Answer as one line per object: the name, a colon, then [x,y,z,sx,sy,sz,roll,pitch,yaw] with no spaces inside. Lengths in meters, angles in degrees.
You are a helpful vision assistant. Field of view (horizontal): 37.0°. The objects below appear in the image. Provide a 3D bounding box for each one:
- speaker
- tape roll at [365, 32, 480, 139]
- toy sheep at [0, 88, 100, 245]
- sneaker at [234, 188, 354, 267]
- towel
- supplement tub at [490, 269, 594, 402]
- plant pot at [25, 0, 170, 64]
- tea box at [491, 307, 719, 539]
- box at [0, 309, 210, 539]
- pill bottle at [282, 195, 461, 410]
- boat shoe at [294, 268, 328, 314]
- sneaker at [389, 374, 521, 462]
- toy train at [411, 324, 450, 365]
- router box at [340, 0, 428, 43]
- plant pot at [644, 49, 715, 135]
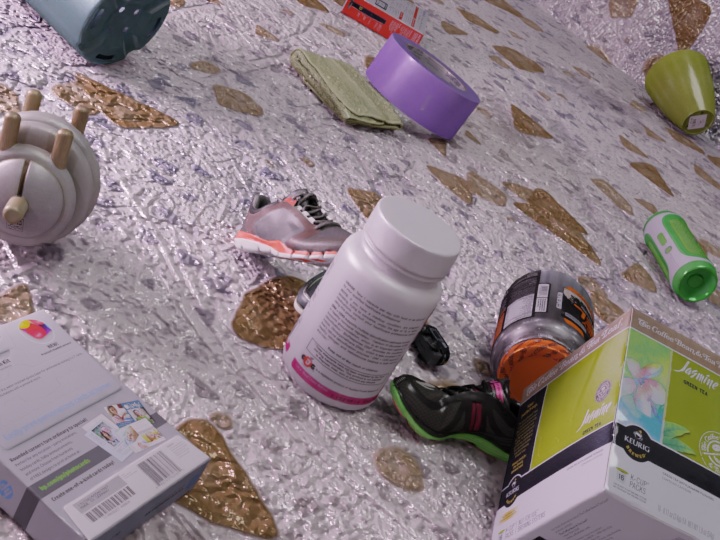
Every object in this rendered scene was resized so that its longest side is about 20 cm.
speaker: [0.574,-0.028,1.937,0.088,0.089,0.201,23,27,-18]
tape roll: [0.112,-0.330,1.923,0.199,0.085,0.200,33,20,-14]
toy sheep: [-0.311,-0.090,1.025,0.137,0.139,0.200,27,19,-9]
sneaker: [-0.065,-0.051,1.188,0.199,0.083,0.077,10,-2,40]
towel: [-0.023,-0.305,1.821,0.148,0.037,0.200,3,38,-46]
supplement tub: [0.222,0.090,1.307,0.122,0.123,0.200,31,27,-2]
plant pot: [-0.370,-0.398,1.447,0.196,0.201,0.200,48,30,16]
tea box: [0.239,0.179,1.014,0.133,0.200,0.198,26,54,-10]
box: [-0.238,0.124,0.839,0.200,0.041,0.156,39,27,12]
pill bottle: [0.012,0.033,1.087,0.113,0.201,0.114,25,27,-14]
boat shoe: [0.000,0.000,1.254,0.073,0.062,0.199,37,40,27]
sneaker: [0.118,0.142,1.146,0.198,0.084,0.077,19,28,-25]
toy train: [0.058,0.043,1.310,0.046,0.034,0.201,15,31,-38]
router box: [0.056,-0.560,2.333,0.178,0.049,0.200,29,26,-7]
plant pot: [0.918,-0.482,3.024,0.186,0.187,0.201,17,45,-28]
